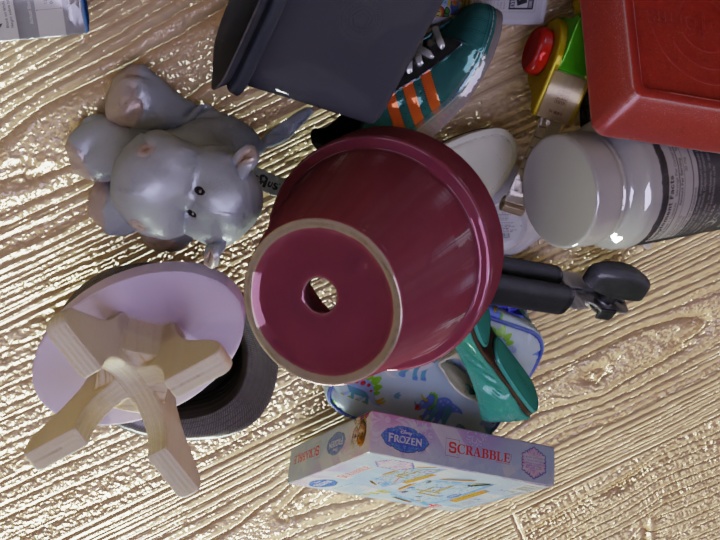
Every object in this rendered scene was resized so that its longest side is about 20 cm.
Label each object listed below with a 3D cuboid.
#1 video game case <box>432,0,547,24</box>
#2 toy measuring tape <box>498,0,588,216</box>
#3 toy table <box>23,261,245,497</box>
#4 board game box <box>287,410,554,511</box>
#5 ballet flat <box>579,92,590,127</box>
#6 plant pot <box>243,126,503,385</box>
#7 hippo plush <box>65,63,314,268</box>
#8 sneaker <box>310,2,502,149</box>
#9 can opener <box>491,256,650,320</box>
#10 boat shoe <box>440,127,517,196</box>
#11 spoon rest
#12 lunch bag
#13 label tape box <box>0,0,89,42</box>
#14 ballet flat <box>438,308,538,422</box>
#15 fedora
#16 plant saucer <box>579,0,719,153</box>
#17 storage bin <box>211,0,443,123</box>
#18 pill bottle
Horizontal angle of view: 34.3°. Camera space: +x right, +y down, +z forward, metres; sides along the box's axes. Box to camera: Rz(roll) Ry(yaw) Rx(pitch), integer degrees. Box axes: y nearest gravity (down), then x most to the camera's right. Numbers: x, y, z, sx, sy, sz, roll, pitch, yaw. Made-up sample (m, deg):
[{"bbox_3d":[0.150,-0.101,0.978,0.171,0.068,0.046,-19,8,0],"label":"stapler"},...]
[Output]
[{"bbox_3d":[0.079,-0.301,0.956,0.180,0.023,0.202,-3,121,-14],"label":"video game case"},{"bbox_3d":[0.164,-0.150,1.031,0.073,0.074,0.202,12,111,-21],"label":"toy measuring tape"},{"bbox_3d":[-0.186,0.087,0.953,0.200,0.117,0.184,-39,112,16],"label":"toy table"},{"bbox_3d":[0.055,0.193,1.156,0.198,0.042,0.200,14,157,-22],"label":"board game box"},{"bbox_3d":[0.235,-0.157,1.060,0.066,0.057,0.202,-16,122,-7],"label":"ballet flat"},{"bbox_3d":[0.000,0.000,0.923,0.198,0.179,0.202,6,109,18],"label":"plant pot"},{"bbox_3d":[-0.141,-0.059,0.954,0.198,0.161,0.160,13,115,-21],"label":"hippo plush"},{"bbox_3d":[0.036,-0.156,0.993,0.080,0.072,0.200,30,116,-25],"label":"sneaker"},{"bbox_3d":[0.187,0.008,1.127,0.198,0.053,0.067,5,129,-29],"label":"can opener"},{"bbox_3d":[0.050,-0.068,1.060,0.201,0.060,0.072,-36,113,-1],"label":"boat shoe"},{"bbox_3d":[0.177,-0.053,1.114,0.198,0.061,0.100,3,121,-1],"label":"spoon rest"},{"bbox_3d":[0.069,0.078,1.138,0.198,0.083,0.162,18,114,-24],"label":"lunch bag"},{"bbox_3d":[-0.309,-0.242,0.861,0.198,0.066,0.145,-9,121,-12],"label":"label tape box"},{"bbox_3d":[0.095,0.066,1.060,0.070,0.068,0.201,-18,120,20],"label":"ballet flat"},{"bbox_3d":[-0.171,0.059,1.056,0.198,0.091,0.179,3,117,-3],"label":"fedora"},{"bbox_3d":[0.279,-0.199,0.978,0.197,0.202,0.037,6,161,-19],"label":"plant saucer"},{"bbox_3d":[-0.016,-0.219,0.899,0.133,0.146,0.201,21,120,-19],"label":"storage bin"},{"bbox_3d":[0.245,-0.080,1.010,0.198,0.113,0.114,-9,124,-31],"label":"pill bottle"}]
